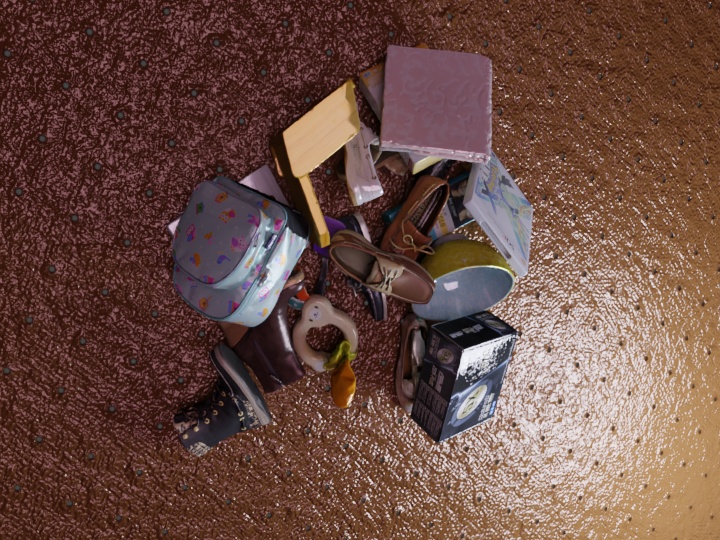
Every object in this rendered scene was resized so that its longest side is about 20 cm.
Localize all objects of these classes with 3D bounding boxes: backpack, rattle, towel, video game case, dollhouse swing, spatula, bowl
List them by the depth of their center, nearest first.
[{"bbox_3d":[-0.193,-0.023,0.811,0.172,0.152,0.206,26,97,24],"label":"backpack"},{"bbox_3d":[-0.052,-0.169,0.864,0.180,0.200,0.178,-38,106,-7],"label":"dollhouse swing"},{"bbox_3d":[0.126,-0.277,0.888,0.184,0.032,0.207,6,69,0],"label":"towel"},{"bbox_3d":[-0.081,0.116,0.925,0.126,0.144,0.205,-8,122,23],"label":"rattle"},{"bbox_3d":[-0.067,0.007,0.962,0.055,0.021,0.206,18,112,13],"label":"spatula"},{"bbox_3d":[0.261,-0.119,0.990,0.183,0.022,0.203,47,40,-21],"label":"video game case"},{"bbox_3d":[0.178,0.000,0.997,0.193,0.202,0.111,-2,58,-16],"label":"bowl"}]

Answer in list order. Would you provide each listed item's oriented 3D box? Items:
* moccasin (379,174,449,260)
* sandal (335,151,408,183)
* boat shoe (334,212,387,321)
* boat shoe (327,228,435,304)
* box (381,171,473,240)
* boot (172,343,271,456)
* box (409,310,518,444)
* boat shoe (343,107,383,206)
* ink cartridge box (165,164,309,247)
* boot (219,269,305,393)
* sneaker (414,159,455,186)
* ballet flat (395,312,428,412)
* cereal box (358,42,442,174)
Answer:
[{"bbox_3d":[0.095,-0.066,0.935,0.073,0.077,0.205,33,90,-30],"label":"moccasin"},{"bbox_3d":[0.056,-0.201,0.975,0.206,0.079,0.071,-26,138,-3],"label":"sandal"},{"bbox_3d":[0.000,0.000,0.974,0.060,0.075,0.207,-19,102,-14],"label":"boat shoe"},{"bbox_3d":[0.029,0.004,0.889,0.195,0.074,0.077,26,111,3],"label":"boat shoe"},{"bbox_3d":[0.144,-0.109,1.013,0.195,0.049,0.084,-27,106,-11],"label":"box"},{"bbox_3d":[-0.251,0.229,0.914,0.147,0.074,0.203,-27,135,-8],"label":"boot"},{"bbox_3d":[0.193,0.196,1.003,0.160,0.086,0.206,-8,119,-38],"label":"box"},{"bbox_3d":[0.006,-0.204,0.904,0.067,0.071,0.207,-10,66,7],"label":"boat shoe"},{"bbox_3d":[-0.209,-0.061,0.924,0.198,0.050,0.165,-35,107,-18],"label":"ink cartridge box"},{"bbox_3d":[-0.137,0.106,0.921,0.197,0.073,0.169,-30,101,24],"label":"boot"},{"bbox_3d":[0.150,-0.244,0.995,0.087,0.076,0.202,37,95,11],"label":"sneaker"},{"bbox_3d":[0.104,0.188,1.038,0.066,0.067,0.208,-5,100,-12],"label":"ballet flat"},{"bbox_3d":[0.102,-0.284,0.927,0.141,0.040,0.204,-27,73,-11],"label":"cereal box"}]
